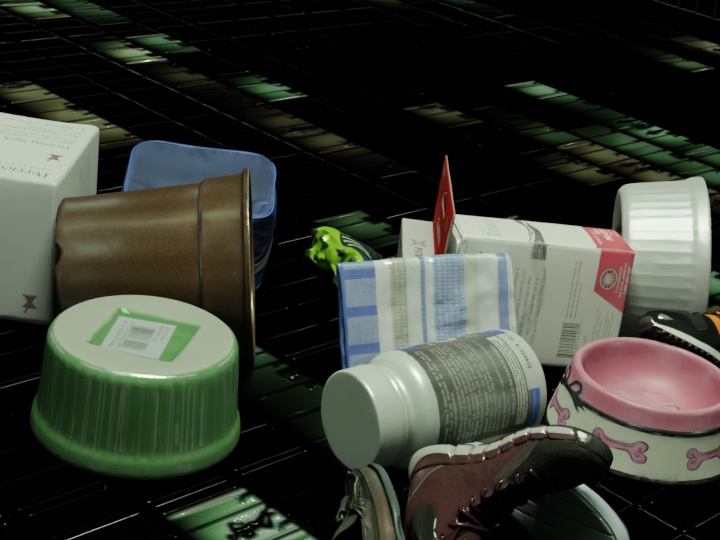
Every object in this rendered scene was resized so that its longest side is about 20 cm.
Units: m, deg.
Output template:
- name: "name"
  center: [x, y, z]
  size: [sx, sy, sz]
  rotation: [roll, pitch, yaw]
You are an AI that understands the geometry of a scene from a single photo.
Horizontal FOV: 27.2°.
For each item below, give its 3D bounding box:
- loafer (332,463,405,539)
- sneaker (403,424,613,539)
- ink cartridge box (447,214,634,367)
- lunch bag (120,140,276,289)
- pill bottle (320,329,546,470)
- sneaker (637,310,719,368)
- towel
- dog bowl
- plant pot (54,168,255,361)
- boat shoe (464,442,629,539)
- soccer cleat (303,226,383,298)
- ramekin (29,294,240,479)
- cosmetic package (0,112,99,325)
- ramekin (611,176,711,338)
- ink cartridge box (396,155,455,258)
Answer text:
- name: "loafer"
  center: [0.004, 0.224, 1.221]
  size: [0.062, 0.072, 0.200]
  rotation: [-3, 27, -11]
- name: "sneaker"
  center: [0.117, 0.201, 1.246]
  size: [0.199, 0.076, 0.116]
  rotation: [-16, 42, 39]
- name: "ink cartridge box"
  center: [0.186, 0.024, 1.649]
  size: [0.199, 0.147, 0.085]
  rotation: [5, 20, -10]
- name: "lunch bag"
  center: [-0.199, -0.056, 1.734]
  size: [0.199, 0.133, 0.136]
  rotation: [8, 38, -3]
- name: "pill bottle"
  center: [0.069, 0.125, 1.414]
  size: [0.199, 0.114, 0.114]
  rotation: [-9, 28, -36]
- name: "sneaker"
  center: [0.391, 0.068, 1.626]
  size: [0.199, 0.091, 0.070]
  rotation: [22, -23, -16]
- name: "towel"
  center: [0.073, 0.058, 1.546]
  size: [0.199, 0.148, 0.024]
  rotation: [-3, -2, -19]
- name: "dog bowl"
  center: [0.292, 0.136, 1.517]
  size: [0.199, 0.074, 0.200]
  rotation: [7, 22, -3]
- name: "plant pot"
  center: [-0.209, -0.004, 1.542]
  size: [0.197, 0.202, 0.200]
  rotation: [-1, 23, -4]
- name: "boat shoe"
  center: [0.169, 0.201, 1.327]
  size: [0.062, 0.072, 0.200]
  rotation: [-5, 25, -42]
- name: "soccer cleat"
  center: [0.000, 0.000, 1.757]
  size: [0.081, 0.068, 0.200]
  rotation: [12, 19, -26]
- name: "ramekin"
  center: [-0.206, 0.102, 1.393]
  size: [0.199, 0.098, 0.200]
  rotation: [7, 23, -3]
- name: "cosmetic package"
  center: [-0.391, -0.064, 1.635]
  size: [0.166, 0.167, 0.200]
  rotation: [8, 24, 0]
- name: "ramekin"
  center: [0.344, -0.009, 1.728]
  size: [0.097, 0.202, 0.201]
  rotation: [3, 22, 5]
- name: "ink cartridge box"
  center: [0.068, -0.018, 1.671]
  size: [0.044, 0.177, 0.200]
  rotation: [7, 22, -2]
